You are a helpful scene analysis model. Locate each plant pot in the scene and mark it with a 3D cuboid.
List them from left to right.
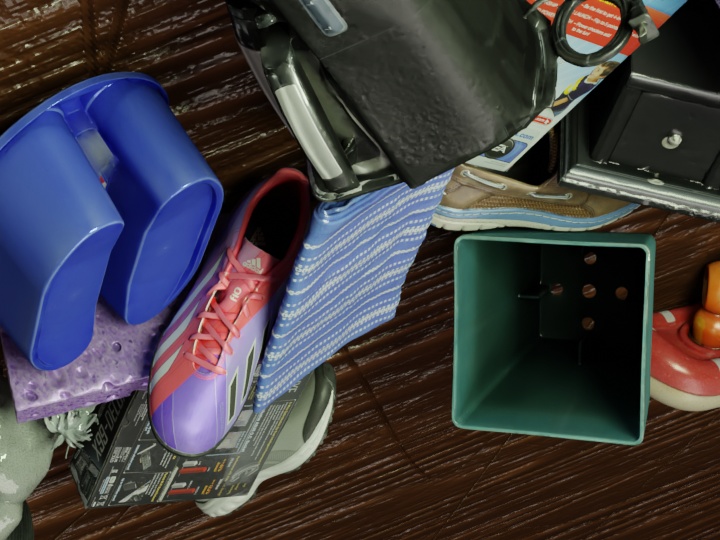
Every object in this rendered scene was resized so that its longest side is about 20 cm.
[{"bbox_3d":[0.165,0.033,1.016,0.139,0.144,0.200,3,-169,19],"label":"plant pot"}]

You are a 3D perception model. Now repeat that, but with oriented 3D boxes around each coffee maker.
[{"bbox_3d":[0.006,-0.156,0.615,0.191,0.135,0.200,-33,131,7],"label":"coffee maker"}]

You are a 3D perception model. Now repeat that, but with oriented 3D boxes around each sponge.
[{"bbox_3d":[-0.146,0.026,0.890,0.197,0.113,0.030,-12,154,-15],"label":"sponge"}]

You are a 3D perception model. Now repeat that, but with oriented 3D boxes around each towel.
[{"bbox_3d":[0.000,0.000,0.838,0.144,0.024,0.201,-35,157,-38],"label":"towel"}]

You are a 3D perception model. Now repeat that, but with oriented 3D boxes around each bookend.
[{"bbox_3d":[0.251,-0.131,0.839,0.196,0.093,0.201,13,141,-5],"label":"bookend"}]

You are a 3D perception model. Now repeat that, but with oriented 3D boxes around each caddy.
[{"bbox_3d":[-0.169,-0.034,0.784,0.141,0.105,0.201,-30,163,-34],"label":"caddy"}]

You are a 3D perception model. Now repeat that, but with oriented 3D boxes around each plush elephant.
[{"bbox_3d":[-0.296,0.114,0.899,0.154,0.167,0.199,27,133,-37],"label":"plush elephant"}]

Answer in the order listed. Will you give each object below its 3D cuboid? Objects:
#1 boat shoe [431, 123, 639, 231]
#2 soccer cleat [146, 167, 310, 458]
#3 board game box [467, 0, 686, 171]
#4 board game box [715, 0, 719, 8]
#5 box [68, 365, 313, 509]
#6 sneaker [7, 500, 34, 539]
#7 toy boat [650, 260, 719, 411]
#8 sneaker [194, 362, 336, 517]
[{"bbox_3d":[0.137,-0.074,0.947,0.197,0.073,0.073,-10,150,-19],"label":"boat shoe"},{"bbox_3d":[-0.082,0.022,0.839,0.068,0.202,0.073,25,151,-6],"label":"soccer cleat"},{"bbox_3d":[0.076,-0.154,0.785,0.198,0.056,0.196,8,140,-42],"label":"board game box"},{"bbox_3d":[0.294,-0.187,0.722,0.198,0.202,0.041,-21,153,2],"label":"board game box"},{"bbox_3d":[-0.129,0.103,1.049,0.156,0.050,0.201,1,130,-36],"label":"box"},{"bbox_3d":[-0.356,0.195,1.089,0.088,0.075,0.200,-27,141,13],"label":"sneaker"},{"bbox_3d":[0.349,0.052,1.285,0.197,0.131,0.132,-11,120,-19],"label":"toy boat"},{"bbox_3d":[-0.098,0.149,1.180,0.200,0.074,0.079,-40,123,21],"label":"sneaker"}]
